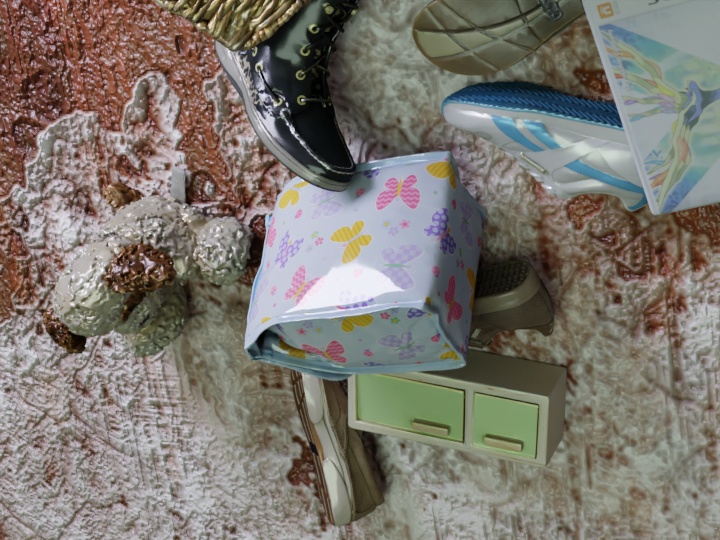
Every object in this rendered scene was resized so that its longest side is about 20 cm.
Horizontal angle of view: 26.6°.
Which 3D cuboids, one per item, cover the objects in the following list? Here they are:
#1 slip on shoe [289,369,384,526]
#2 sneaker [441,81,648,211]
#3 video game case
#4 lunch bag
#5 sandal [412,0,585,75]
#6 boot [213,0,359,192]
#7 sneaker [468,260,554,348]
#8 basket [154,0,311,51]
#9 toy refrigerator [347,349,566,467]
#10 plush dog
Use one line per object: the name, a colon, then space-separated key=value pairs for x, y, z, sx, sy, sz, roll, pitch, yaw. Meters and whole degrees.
slip on shoe: x=-0.023 y=0.153 z=1.508 sx=0.060 sy=0.076 sz=0.202 roll=-16 pitch=99 yaw=-12
sneaker: x=0.160 y=-0.108 z=1.295 sx=0.198 sy=0.076 sz=0.082 roll=17 pitch=120 yaw=19
video game case: x=0.286 y=-0.148 z=1.177 sx=0.181 sy=0.022 sz=0.201 roll=-12 pitch=117 yaw=25
lunch bag: x=0.000 y=0.000 z=1.352 sx=0.198 sy=0.171 sz=0.127 roll=-6 pitch=144 yaw=23
sandal: x=0.139 y=-0.228 z=1.269 sx=0.199 sy=0.054 sz=0.081 roll=-28 pitch=107 yaw=17
boot: x=-0.038 y=-0.187 z=1.322 sx=0.154 sy=0.073 sz=0.204 roll=-49 pitch=59 yaw=30
sneaker: x=0.086 y=0.046 z=1.402 sx=0.199 sy=0.071 sz=0.076 roll=-9 pitch=128 yaw=37
basket: x=-0.083 y=-0.295 z=1.279 sx=0.142 sy=0.149 sz=0.201 roll=31 pitch=102 yaw=-11
toy refrigerator: x=0.089 y=0.121 z=1.433 sx=0.198 sy=0.070 sz=0.077 roll=10 pitch=116 yaw=20
plush dog: x=-0.224 y=0.000 z=1.462 sx=0.161 sy=0.172 sz=0.200 roll=49 pitch=123 yaw=-2
